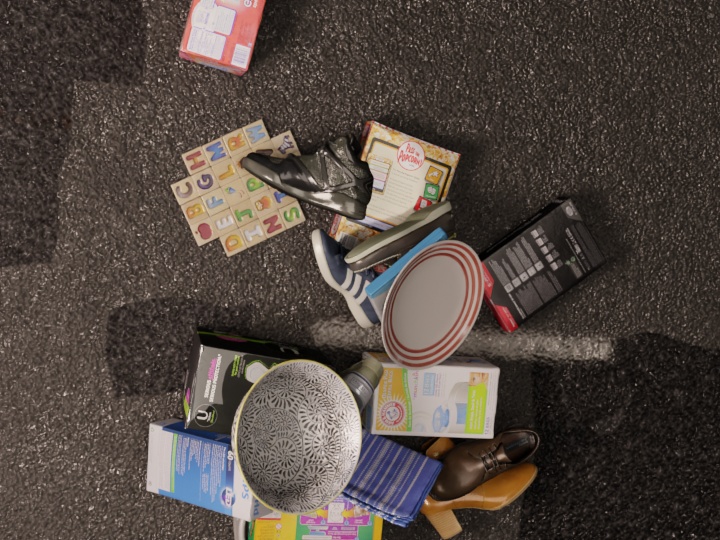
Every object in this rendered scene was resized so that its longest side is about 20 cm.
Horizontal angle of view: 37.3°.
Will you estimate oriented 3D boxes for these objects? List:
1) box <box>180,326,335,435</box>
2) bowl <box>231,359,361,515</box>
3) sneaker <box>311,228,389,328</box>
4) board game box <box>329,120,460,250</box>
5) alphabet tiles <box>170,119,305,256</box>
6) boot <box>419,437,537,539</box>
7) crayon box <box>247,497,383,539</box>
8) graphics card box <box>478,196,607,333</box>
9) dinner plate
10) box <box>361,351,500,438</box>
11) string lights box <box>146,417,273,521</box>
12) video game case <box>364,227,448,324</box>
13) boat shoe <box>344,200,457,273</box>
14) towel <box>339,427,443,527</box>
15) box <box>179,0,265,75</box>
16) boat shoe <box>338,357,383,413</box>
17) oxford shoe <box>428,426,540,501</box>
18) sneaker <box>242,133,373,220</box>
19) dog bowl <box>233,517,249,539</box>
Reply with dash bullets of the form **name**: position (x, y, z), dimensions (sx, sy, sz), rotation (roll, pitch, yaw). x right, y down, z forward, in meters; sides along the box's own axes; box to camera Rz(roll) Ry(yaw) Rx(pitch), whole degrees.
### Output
- **box**: position (-0.154, 0.170, 1.566), dimensions (0.197, 0.148, 0.126), rotation (12, 95, -14)
- **bowl**: position (-0.103, 0.223, 1.446), dimensions (0.199, 0.094, 0.204), rotation (4, 83, -34)
- **sneaker**: position (0.000, 0.000, 1.585), dimensions (0.084, 0.076, 0.200), rotation (-22, 134, 16)
- **board game box**: position (0.050, -0.108, 1.633), dimensions (0.150, 0.046, 0.203), rotation (19, 92, -13)
- **alphabet tiles**: position (-0.174, -0.124, 1.605), dimensions (0.198, 0.006, 0.168), rotation (-25, 101, -8)
- **boot**: position (0.171, 0.316, 1.692), dimensions (0.200, 0.071, 0.145), rotation (-31, 97, -9)
- **crayon box**: position (-0.065, 0.371, 1.593), dimensions (0.197, 0.058, 0.121), rotation (4, 95, -12)
- **graphics card box**: position (0.277, -0.011, 1.690), dimensions (0.199, 0.051, 0.126), rotation (-36, 101, -5)
- **dinner plate**: position (0.102, 0.049, 1.553), dimensions (0.198, 0.024, 0.203), rotation (-21, 124, -34)
- **box**: position (0.102, 0.191, 1.647), dimensions (0.197, 0.101, 0.114), rotation (4, 94, -12)
- **string lights box**: position (-0.218, 0.286, 1.550), dimensions (0.198, 0.059, 0.104), rotation (8, 97, 32)
- **video game case**: position (0.086, 0.032, 1.596), dimensions (0.143, 0.200, 0.018), rotation (-39, 60, -7)
- **boat shoe**: position (0.065, -0.037, 1.560), dimensions (0.200, 0.071, 0.061), rotation (-29, 104, -30)
- **towel**: position (0.012, 0.292, 1.588), dimensions (0.198, 0.145, 0.024), rotation (22, 127, 15)
- **box**: position (-0.188, -0.393, 1.529), dimensions (0.101, 0.095, 0.203), rotation (14, 93, -13)
- **boat shoe**: position (-0.009, 0.178, 1.580), dimensions (0.072, 0.200, 0.062), rotation (47, 68, -1)
- **oxford shoe**: position (0.188, 0.289, 1.634), dimensions (0.198, 0.084, 0.073), rotation (-27, 82, -18)
- **sneaker**: position (-0.070, -0.157, 1.572), dimensions (0.197, 0.076, 0.116), rotation (19, 87, 7)
- **dog bowl**: position (-0.104, 0.391, 1.647), dimensions (0.197, 0.059, 0.203), rotation (-1, 96, -11)
